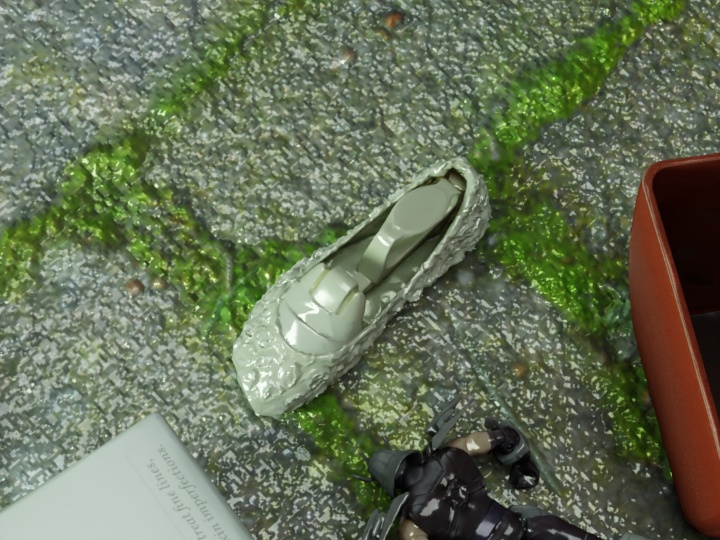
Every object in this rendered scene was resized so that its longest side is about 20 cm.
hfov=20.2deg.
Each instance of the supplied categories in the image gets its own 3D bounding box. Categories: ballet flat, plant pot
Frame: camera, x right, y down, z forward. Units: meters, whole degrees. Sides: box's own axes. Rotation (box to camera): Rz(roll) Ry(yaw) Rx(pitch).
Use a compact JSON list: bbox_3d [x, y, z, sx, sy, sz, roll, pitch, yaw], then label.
[{"bbox_3d":[0.000,0.000,1.178,0.072,0.072,0.200,43,70,9],"label":"ballet flat"},{"bbox_3d":[0.253,0.053,1.132,0.199,0.176,0.200,-9,70,-11],"label":"plant pot"}]

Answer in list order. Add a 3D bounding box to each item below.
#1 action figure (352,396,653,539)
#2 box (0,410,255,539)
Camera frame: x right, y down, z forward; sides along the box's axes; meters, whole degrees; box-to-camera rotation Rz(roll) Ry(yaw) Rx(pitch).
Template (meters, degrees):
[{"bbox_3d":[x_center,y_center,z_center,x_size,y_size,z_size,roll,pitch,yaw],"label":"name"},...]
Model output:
[{"bbox_3d":[0.083,0.154,1.131,0.200,0.069,0.130,30,75,8],"label":"action figure"},{"bbox_3d":[-0.132,0.218,1.040,0.200,0.131,0.199,-33,77,-18],"label":"box"}]
